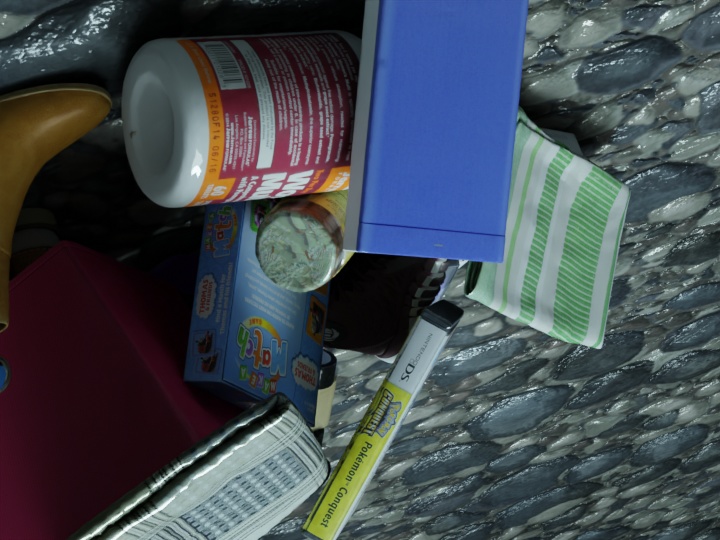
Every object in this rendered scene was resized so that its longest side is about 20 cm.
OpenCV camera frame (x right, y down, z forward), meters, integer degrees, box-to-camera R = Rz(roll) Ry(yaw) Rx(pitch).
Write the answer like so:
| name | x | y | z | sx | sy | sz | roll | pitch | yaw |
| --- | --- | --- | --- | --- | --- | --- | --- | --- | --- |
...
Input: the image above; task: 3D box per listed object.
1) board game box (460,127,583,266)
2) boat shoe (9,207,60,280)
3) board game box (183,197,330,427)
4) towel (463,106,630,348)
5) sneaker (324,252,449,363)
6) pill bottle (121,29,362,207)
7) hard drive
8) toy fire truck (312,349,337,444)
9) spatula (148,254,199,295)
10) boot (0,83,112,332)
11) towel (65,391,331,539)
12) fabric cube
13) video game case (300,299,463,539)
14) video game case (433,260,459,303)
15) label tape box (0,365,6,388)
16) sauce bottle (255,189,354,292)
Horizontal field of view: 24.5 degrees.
| name | x | y | z | sx | sy | sz | roll | pitch | yaw |
| --- | --- | --- | --- | --- | --- | --- | --- | --- | --- |
| board game box | 0.077 | -0.055 | 1.389 | 0.126 | 0.035 | 0.200 | 5 | 146 | -41 |
| boat shoe | -0.256 | 0.032 | 1.279 | 0.075 | 0.068 | 0.200 | -13 | 154 | -13 |
| board game box | -0.067 | 0.001 | 1.210 | 0.037 | 0.200 | 0.151 | -2 | 162 | 24 |
| towel | 0.153 | -0.028 | 1.310 | 0.023 | 0.153 | 0.200 | 5 | 168 | 36 |
| sneaker | 0.000 | 0.000 | 1.305 | 0.115 | 0.076 | 0.200 | 2 | 133 | -14 |
| pill bottle | -0.049 | -0.104 | 1.105 | 0.200 | 0.110 | 0.110 | -8 | 152 | -31 |
| hard drive | 0.053 | -0.109 | 1.096 | 0.132 | 0.200 | 0.025 | 4 | -178 | -41 |
| toy fire truck | -0.147 | 0.115 | 1.487 | 0.176 | 0.200 | 0.129 | -15 | 123 | -47 |
| spatula | -0.087 | 0.007 | 1.408 | 0.200 | 0.021 | 0.056 | 3 | 153 | -42 |
| boot | -0.241 | -0.029 | 1.080 | 0.201 | 0.144 | 0.071 | -21 | 156 | 2 |
| towel | -0.110 | 0.166 | 1.072 | 0.200 | 0.035 | 0.193 | -35 | 161 | -6 |
| fabric cube | -0.192 | 0.129 | 1.197 | 0.196 | 0.199 | 0.200 | -39 | 161 | 8 |
| video game case | 0.022 | 0.108 | 1.240 | 0.181 | 0.025 | 0.200 | -62 | 175 | 4 |
| video game case | -0.024 | 0.024 | 1.429 | 0.200 | 0.019 | 0.143 | -8 | 163 | -10 |
| label tape box | -0.332 | 0.155 | 1.480 | 0.143 | 0.066 | 0.200 | -5 | 154 | -28 |
| sauce bottle | -0.017 | -0.047 | 1.201 | 0.065 | 0.065 | 0.200 | -32 | -172 | 24 |
